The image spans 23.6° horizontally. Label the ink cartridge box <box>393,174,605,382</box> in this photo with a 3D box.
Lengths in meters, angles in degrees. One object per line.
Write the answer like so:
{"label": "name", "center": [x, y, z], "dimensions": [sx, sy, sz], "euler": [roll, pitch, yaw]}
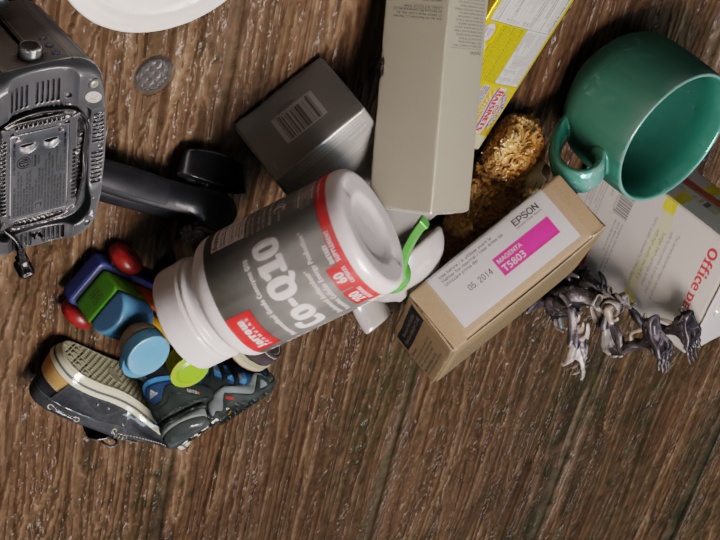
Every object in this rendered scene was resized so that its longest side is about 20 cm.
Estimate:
{"label": "ink cartridge box", "center": [0.134, 0.011, 1.714], "dimensions": [0.199, 0.075, 0.165], "euler": [-37, 170, -13]}

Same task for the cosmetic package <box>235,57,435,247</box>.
{"label": "cosmetic package", "center": [-0.018, -0.090, 1.590], "dimensions": [0.107, 0.090, 0.200], "euler": [-38, 147, -1]}

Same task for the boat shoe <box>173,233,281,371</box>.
{"label": "boat shoe", "center": [-0.111, 0.028, 1.634], "dimensions": [0.064, 0.072, 0.200], "euler": [-19, 140, 11]}

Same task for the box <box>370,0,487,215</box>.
{"label": "box", "center": [0.060, -0.153, 1.517], "dimensions": [0.082, 0.068, 0.202], "euler": [-6, 104, -60]}

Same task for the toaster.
{"label": "toaster", "center": [-0.266, -0.108, 1.311], "dimensions": [0.113, 0.129, 0.201], "euler": [-17, 138, -26]}

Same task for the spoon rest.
{"label": "spoon rest", "center": [0.026, 0.006, 1.700], "dimensions": [0.099, 0.061, 0.200], "euler": [-40, 176, -23]}

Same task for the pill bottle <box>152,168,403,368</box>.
{"label": "pill bottle", "center": [-0.073, 0.004, 1.489], "dimensions": [0.199, 0.115, 0.114], "euler": [-26, 148, 21]}

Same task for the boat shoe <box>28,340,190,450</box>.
{"label": "boat shoe", "center": [-0.237, 0.129, 1.640], "dimensions": [0.062, 0.075, 0.200], "euler": [-41, 140, 13]}

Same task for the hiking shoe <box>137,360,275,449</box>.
{"label": "hiking shoe", "center": [-0.146, 0.105, 1.679], "dimensions": [0.074, 0.087, 0.200], "euler": [-33, 175, 20]}

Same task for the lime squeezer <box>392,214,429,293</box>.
{"label": "lime squeezer", "center": [0.000, 0.000, 1.582], "dimensions": [0.199, 0.038, 0.070], "euler": [-14, 147, 40]}

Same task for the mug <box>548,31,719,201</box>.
{"label": "mug", "center": [0.267, -0.162, 1.728], "dimensions": [0.184, 0.114, 0.153], "euler": [-4, 129, -45]}

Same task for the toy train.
{"label": "toy train", "center": [-0.173, 0.061, 1.583], "dimensions": [0.085, 0.116, 0.200], "euler": [-47, 143, 11]}

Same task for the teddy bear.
{"label": "teddy bear", "center": [0.130, -0.064, 1.750], "dimensions": [0.200, 0.067, 0.145], "euler": [-49, 154, 12]}

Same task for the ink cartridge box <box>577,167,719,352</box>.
{"label": "ink cartridge box", "center": [0.324, -0.032, 1.844], "dimensions": [0.083, 0.200, 0.146], "euler": [-19, 140, -41]}

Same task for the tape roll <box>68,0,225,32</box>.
{"label": "tape roll", "center": [-0.152, -0.279, 1.282], "dimensions": [0.201, 0.071, 0.203], "euler": [-24, 140, -21]}

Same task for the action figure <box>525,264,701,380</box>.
{"label": "action figure", "center": [0.250, 0.058, 1.814], "dimensions": [0.118, 0.199, 0.103], "euler": [-23, 122, -42]}

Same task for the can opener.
{"label": "can opener", "center": [-0.185, -0.070, 1.497], "dimensions": [0.199, 0.079, 0.063], "euler": [8, 162, -42]}

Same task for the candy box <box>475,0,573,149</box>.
{"label": "candy box", "center": [0.126, -0.206, 1.640], "dimensions": [0.102, 0.026, 0.201], "euler": [3, 126, -48]}
